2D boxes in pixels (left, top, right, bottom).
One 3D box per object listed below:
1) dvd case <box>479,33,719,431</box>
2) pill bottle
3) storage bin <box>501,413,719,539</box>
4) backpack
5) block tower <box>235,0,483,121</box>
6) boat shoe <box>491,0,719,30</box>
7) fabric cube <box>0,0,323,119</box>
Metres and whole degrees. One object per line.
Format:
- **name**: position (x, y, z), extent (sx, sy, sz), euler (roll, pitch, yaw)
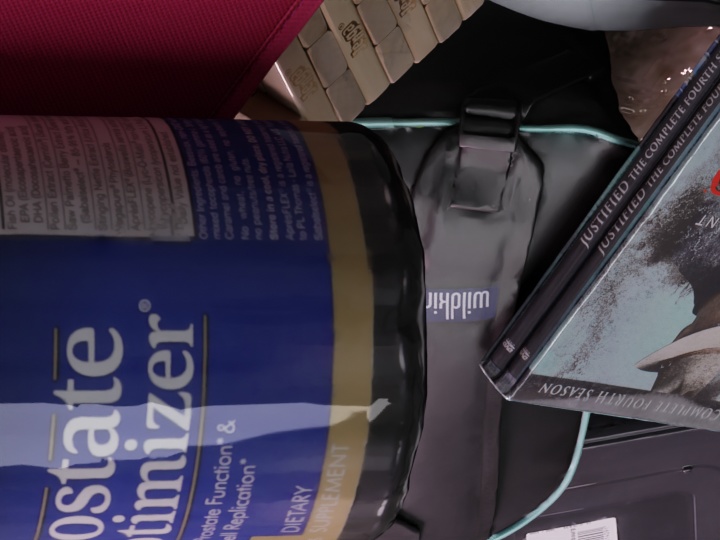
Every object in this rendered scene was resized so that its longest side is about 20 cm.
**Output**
- **dvd case**: position (0.141, -0.032, 0.894), extent (0.146, 0.022, 0.200), euler (11, 122, -49)
- **pill bottle**: position (-0.091, 0.016, 0.695), extent (0.199, 0.112, 0.112), euler (0, 138, -15)
- **storage bin**: position (0.072, 0.077, 1.104), extent (0.199, 0.094, 0.136), euler (-9, 138, 0)
- **backpack**: position (0.000, 0.000, 0.954), extent (0.175, 0.154, 0.201), euler (-3, 122, -8)
- **block tower**: position (0.028, -0.120, 0.829), extent (0.200, 0.054, 0.058), euler (-44, 138, -14)
- **boat shoe**: position (0.120, -0.128, 0.898), extent (0.199, 0.071, 0.091), euler (7, 134, -11)
- **fabric cube**: position (-0.130, -0.137, 0.748), extent (0.199, 0.201, 0.196), euler (16, 132, -29)
